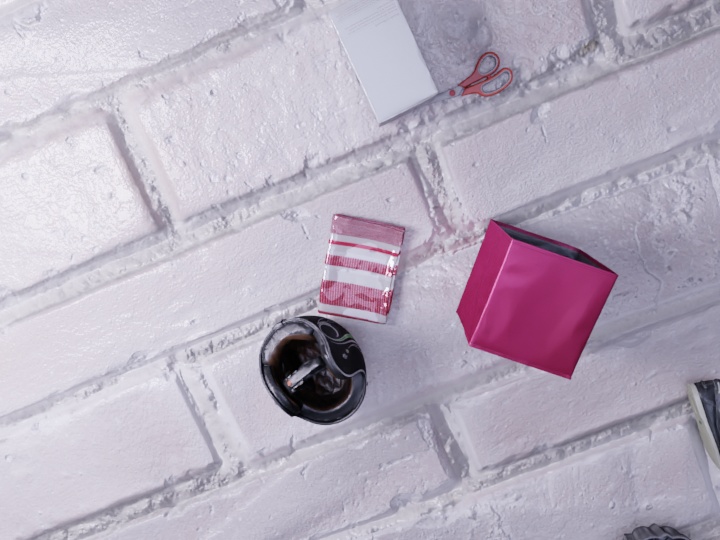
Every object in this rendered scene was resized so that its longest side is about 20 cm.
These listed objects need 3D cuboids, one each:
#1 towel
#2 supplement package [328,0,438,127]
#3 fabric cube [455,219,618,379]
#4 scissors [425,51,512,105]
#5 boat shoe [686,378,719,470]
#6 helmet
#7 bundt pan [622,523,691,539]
[{"bbox_3d":[0.000,0.000,1.242,0.143,0.023,0.201,10,103,-1],"label":"towel"},{"bbox_3d":[0.041,-0.368,1.107,0.117,0.117,0.201,-25,97,5],"label":"supplement package"},{"bbox_3d":[0.307,0.044,1.158,0.195,0.200,0.200,17,104,-4],"label":"fabric cube"},{"bbox_3d":[0.183,-0.324,1.171,0.199,0.014,0.073,-32,100,7],"label":"scissors"},{"bbox_3d":[0.714,0.312,1.275,0.067,0.072,0.201,-18,100,9],"label":"boat shoe"},{"bbox_3d":[-0.082,0.185,1.198,0.199,0.191,0.201,-9,68,22],"label":"helmet"},{"bbox_3d":[0.620,0.621,1.342,0.200,0.076,0.203,0,103,1],"label":"bundt pan"}]
